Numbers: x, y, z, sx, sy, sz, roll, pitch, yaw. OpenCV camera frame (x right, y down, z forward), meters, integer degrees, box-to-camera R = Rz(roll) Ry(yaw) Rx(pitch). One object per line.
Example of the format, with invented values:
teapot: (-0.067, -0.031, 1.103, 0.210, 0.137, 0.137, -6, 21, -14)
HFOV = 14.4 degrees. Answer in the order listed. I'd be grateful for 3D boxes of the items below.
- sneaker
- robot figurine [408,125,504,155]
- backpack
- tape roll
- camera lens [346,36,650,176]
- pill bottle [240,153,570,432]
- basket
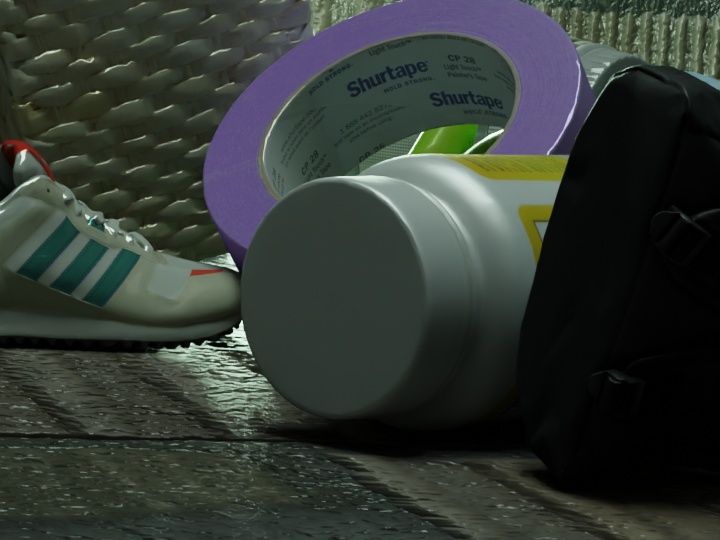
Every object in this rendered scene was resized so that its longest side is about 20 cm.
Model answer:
sneaker: (-0.141, -0.014, 1.360, 0.199, 0.094, 0.070, 2, 6, -24)
robot figurine: (0.104, -0.023, 1.535, 0.175, 0.116, 0.200, 25, 10, 12)
backpack: (0.165, 0.004, 1.101, 0.200, 0.163, 0.154, 9, 19, -19)
tape roll: (0.024, -0.051, 1.428, 0.200, 0.066, 0.200, -15, 39, 13)
camera lens: (0.096, -0.087, 1.981, 0.200, 0.160, 0.160, 8, 6, 33)
pill bottle: (0.049, 0.008, 1.180, 0.114, 0.115, 0.200, 9, 6, 38)
basket: (-0.131, -0.103, 1.584, 0.200, 0.199, 0.161, -18, 19, -25)
